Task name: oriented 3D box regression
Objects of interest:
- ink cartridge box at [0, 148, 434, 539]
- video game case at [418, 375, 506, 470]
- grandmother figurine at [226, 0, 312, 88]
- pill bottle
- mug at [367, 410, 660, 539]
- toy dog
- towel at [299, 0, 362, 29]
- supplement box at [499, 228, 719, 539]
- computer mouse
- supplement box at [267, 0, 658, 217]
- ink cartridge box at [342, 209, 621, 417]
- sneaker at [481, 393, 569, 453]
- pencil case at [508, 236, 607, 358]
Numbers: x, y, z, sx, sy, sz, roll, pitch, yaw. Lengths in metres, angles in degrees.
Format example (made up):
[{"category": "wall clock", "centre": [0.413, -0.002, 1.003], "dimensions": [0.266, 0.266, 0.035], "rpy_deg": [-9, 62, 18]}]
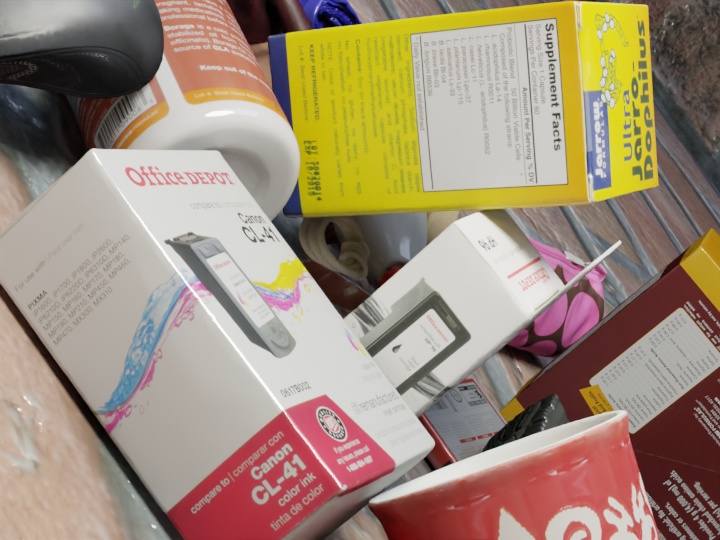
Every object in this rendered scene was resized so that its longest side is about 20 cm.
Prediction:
[{"category": "ink cartridge box", "centre": [-0.070, 0.041, 0.794], "dimensions": [0.200, 0.086, 0.148], "rpy_deg": [54, 18, 9]}, {"category": "video game case", "centre": [0.103, 0.156, 1.086], "dimensions": [0.200, 0.017, 0.143], "rpy_deg": [54, 18, 15]}, {"category": "grandmother figurine", "centre": [-0.073, -0.157, 1.039], "dimensions": [0.121, 0.201, 0.061], "rpy_deg": [15, 38, 20]}, {"category": "pill bottle", "centre": [-0.118, -0.114, 0.950], "dimensions": [0.112, 0.112, 0.200], "rpy_deg": [29, 27, -47]}, {"category": "mug", "centre": [0.079, 0.191, 0.777], "dimensions": [0.133, 0.177, 0.201], "rpy_deg": [34, 36, -85]}, {"category": "toy dog", "centre": [0.000, 0.000, 1.084], "dimensions": [0.132, 0.096, 0.200], "rpy_deg": [48, 32, -12]}, {"category": "towel", "centre": [-0.083, -0.200, 1.151], "dimensions": [0.199, 0.050, 0.148], "rpy_deg": [28, -8, 20]}, {"category": "supplement box", "centre": [0.249, 0.112, 1.224], "dimensions": [0.198, 0.200, 0.133], "rpy_deg": [51, 17, 5]}, {"category": "computer mouse", "centre": [-0.177, -0.132, 0.807], "dimensions": [0.199, 0.053, 0.139], "rpy_deg": [-5, 61, -40]}, {"category": "supplement box", "centre": [0.060, -0.093, 0.941], "dimensions": [0.109, 0.199, 0.110], "rpy_deg": [-15, 102, -59]}, {"category": "ink cartridge box", "centre": [0.043, 0.029, 0.897], "dimensions": [0.068, 0.200, 0.116], "rpy_deg": [51, 17, 5]}, {"category": "sneaker", "centre": [0.110, 0.151, 0.985], "dimensions": [0.091, 0.076, 0.200], "rpy_deg": [50, 31, -4]}, {"category": "pencil case", "centre": [0.130, 0.012, 1.326], "dimensions": [0.200, 0.094, 0.091], "rpy_deg": [18, 36, -58]}]
